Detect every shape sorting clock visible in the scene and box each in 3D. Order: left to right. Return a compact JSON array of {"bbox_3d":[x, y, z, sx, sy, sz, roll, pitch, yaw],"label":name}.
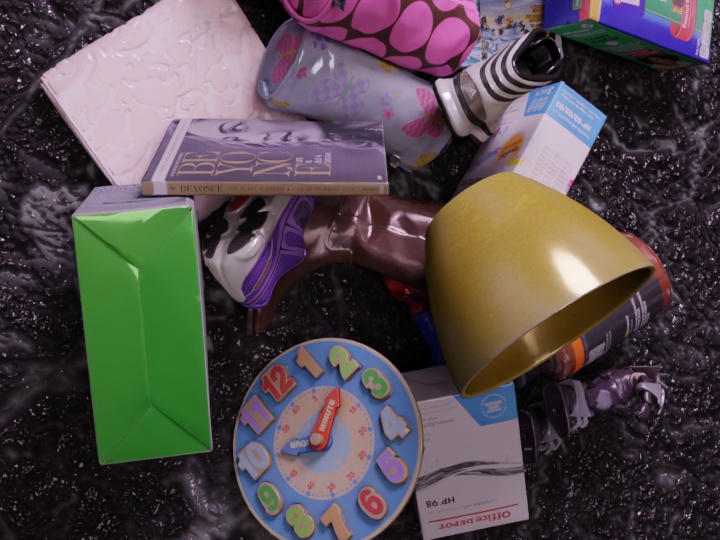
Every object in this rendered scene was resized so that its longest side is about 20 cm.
[{"bbox_3d":[-0.035,0.164,0.857,0.039,0.199,0.202,33,78,-61],"label":"shape sorting clock"}]

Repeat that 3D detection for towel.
[{"bbox_3d":[-0.168,-0.155,0.857,0.199,0.032,0.192,-37,105,-15],"label":"towel"}]

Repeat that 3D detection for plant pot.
[{"bbox_3d":[0.136,-0.001,0.797,0.199,0.200,0.143,-26,70,-17],"label":"plant pot"}]

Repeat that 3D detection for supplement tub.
[{"bbox_3d":[0.232,0.047,0.973,0.199,0.107,0.108,-29,102,-17],"label":"supplement tub"}]

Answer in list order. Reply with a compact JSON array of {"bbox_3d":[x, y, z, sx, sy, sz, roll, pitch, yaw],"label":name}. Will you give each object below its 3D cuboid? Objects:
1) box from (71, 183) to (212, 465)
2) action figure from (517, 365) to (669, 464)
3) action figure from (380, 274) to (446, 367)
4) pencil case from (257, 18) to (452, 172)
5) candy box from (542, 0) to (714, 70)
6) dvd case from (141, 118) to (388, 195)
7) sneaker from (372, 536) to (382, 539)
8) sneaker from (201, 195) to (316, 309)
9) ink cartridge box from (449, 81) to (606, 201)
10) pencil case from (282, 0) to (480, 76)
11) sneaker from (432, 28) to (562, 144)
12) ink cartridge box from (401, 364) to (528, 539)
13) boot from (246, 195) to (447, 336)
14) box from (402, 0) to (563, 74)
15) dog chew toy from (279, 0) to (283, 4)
[{"bbox_3d":[-0.179,0.033,0.765,0.096,0.176,0.202,-5,104,-11],"label":"box"},{"bbox_3d":[0.248,0.143,0.954,0.199,0.130,0.070,-9,73,-42],"label":"action figure"},{"bbox_3d":[0.090,0.041,0.940,0.098,0.065,0.201,-32,103,-2],"label":"action figure"},{"bbox_3d":[-0.002,-0.170,0.873,0.199,0.083,0.091,21,116,-32],"label":"pencil case"},{"bbox_3d":[0.300,-0.327,0.979,0.198,0.077,0.171,7,88,-31],"label":"candy box"},{"bbox_3d":[-0.077,-0.101,0.774,0.198,0.149,0.016,0,119,-1],"label":"dvd case"},{"bbox_3d":[-0.017,0.277,0.918,0.078,0.075,0.202,-18,101,-35],"label":"sneaker"},{"bbox_3d":[-0.076,-0.047,0.815,0.201,0.080,0.084,-61,138,-38],"label":"sneaker"},{"bbox_3d":[0.158,-0.089,0.935,0.068,0.115,0.201,32,81,-18],"label":"ink cartridge box"},{"bbox_3d":[0.027,-0.241,0.816,0.199,0.091,0.094,5,134,-47],"label":"pencil case"},{"bbox_3d":[0.149,-0.180,0.878,0.115,0.200,0.076,-23,95,20],"label":"sneaker"},{"bbox_3d":[0.106,0.199,0.916,0.115,0.067,0.202,-11,110,-2],"label":"ink cartridge box"},{"bbox_3d":[0.000,0.000,0.872,0.198,0.064,0.188,17,78,-2],"label":"boot"},{"bbox_3d":[0.117,-0.285,0.952,0.198,0.040,0.139,-9,96,-20],"label":"box"},{"bbox_3d":[-0.053,-0.304,0.851,0.199,0.124,0.126,23,84,-34],"label":"dog chew toy"}]
